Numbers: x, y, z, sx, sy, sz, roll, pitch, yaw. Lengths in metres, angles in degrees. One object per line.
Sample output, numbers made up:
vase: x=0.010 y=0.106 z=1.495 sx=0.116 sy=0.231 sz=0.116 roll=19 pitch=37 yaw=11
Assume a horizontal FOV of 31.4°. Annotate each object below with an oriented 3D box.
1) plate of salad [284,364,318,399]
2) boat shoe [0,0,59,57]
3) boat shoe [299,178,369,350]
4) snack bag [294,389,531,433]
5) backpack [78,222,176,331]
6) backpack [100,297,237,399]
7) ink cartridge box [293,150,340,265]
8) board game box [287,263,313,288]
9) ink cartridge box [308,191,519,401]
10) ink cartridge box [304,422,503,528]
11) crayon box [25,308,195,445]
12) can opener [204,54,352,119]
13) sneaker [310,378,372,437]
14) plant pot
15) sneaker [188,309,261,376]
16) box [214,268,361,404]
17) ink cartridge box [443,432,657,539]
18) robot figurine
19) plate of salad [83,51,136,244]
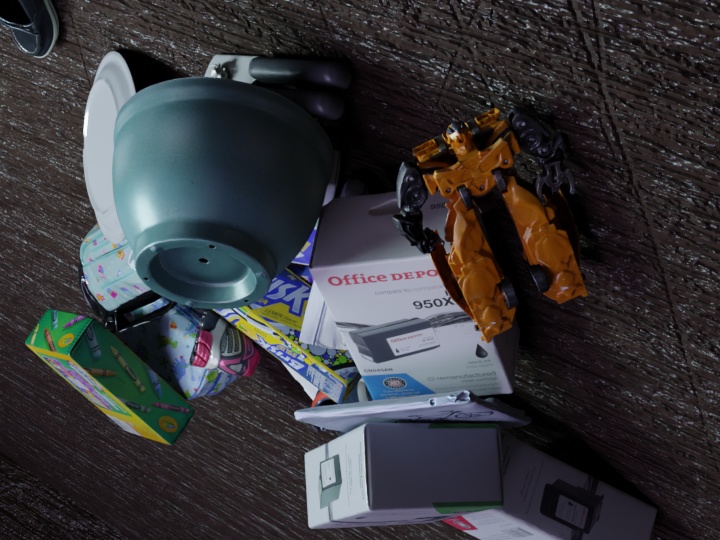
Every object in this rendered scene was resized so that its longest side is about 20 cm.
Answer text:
plate of salad: x=-0.061 y=0.113 z=1.568 sx=0.201 sy=0.048 sz=0.200 roll=50 pitch=172 yaw=10
boat shoe: x=-0.362 y=-0.283 z=1.342 sx=0.074 sy=0.062 sz=0.200 roll=35 pitch=157 yaw=7
boat shoe: x=-0.001 y=0.004 z=1.266 sx=0.085 sy=0.075 sz=0.204 roll=16 pitch=125 yaw=-1
snack bag: x=0.050 y=0.139 z=1.243 sx=0.186 sy=0.022 sz=0.200 roll=-8 pitch=164 yaw=23
backpack: x=-0.242 y=-0.029 z=1.492 sx=0.127 sy=0.167 sz=0.199 roll=47 pitch=148 yaw=-13
backpack: x=-0.237 y=0.080 z=1.674 sx=0.198 sy=0.164 sz=0.154 roll=28 pitch=-162 yaw=-1
ink cartridge box: x=-0.126 y=-0.073 z=1.269 sx=0.197 sy=0.044 sz=0.199 roll=8 pitch=157 yaw=-4
board game box: x=-0.005 y=0.060 z=1.427 sx=0.134 sy=0.045 sz=0.201 roll=9 pitch=141 yaw=49
ink cartridge box: x=0.053 y=0.027 z=1.176 sx=0.143 sy=0.085 sz=0.201 roll=-6 pitch=136 yaw=19
ink cartridge box: x=0.039 y=0.210 z=1.297 sx=0.144 sy=0.085 sz=0.200 roll=2 pitch=164 yaw=-19
crayon box: x=-0.316 y=0.135 z=1.621 sx=0.118 sy=0.059 sz=0.200 roll=7 pitch=146 yaw=48
can opener: x=-0.077 y=-0.166 z=1.159 sx=0.066 sy=0.053 sz=0.199 roll=14 pitch=178 yaw=-40
sneaker: x=0.025 y=0.161 z=1.393 sx=0.198 sy=0.085 sz=0.075 roll=4 pitch=138 yaw=44
plant pot: x=-0.128 y=-0.051 z=1.112 sx=0.197 sy=0.136 sz=0.201 roll=5 pitch=150 yaw=3
sneaker: x=-0.140 y=0.059 z=1.469 sx=0.074 sy=0.201 sz=0.081 roll=19 pitch=121 yaw=-3
box: x=-0.078 y=0.051 z=1.374 sx=0.199 sy=0.070 sz=0.064 roll=36 pitch=153 yaw=9
ink cartridge box: x=0.195 y=0.260 z=1.375 sx=0.198 sy=0.084 sz=0.145 roll=27 pitch=158 yaw=-12
robot figurine: x=0.105 y=-0.040 z=1.016 sx=0.058 sy=0.144 sz=0.201 roll=-111 pitch=-5 yaw=-54
plate of salad: x=-0.254 y=-0.130 z=1.361 sx=0.199 sy=0.047 sz=0.203 roll=8 pitch=99 yaw=62
